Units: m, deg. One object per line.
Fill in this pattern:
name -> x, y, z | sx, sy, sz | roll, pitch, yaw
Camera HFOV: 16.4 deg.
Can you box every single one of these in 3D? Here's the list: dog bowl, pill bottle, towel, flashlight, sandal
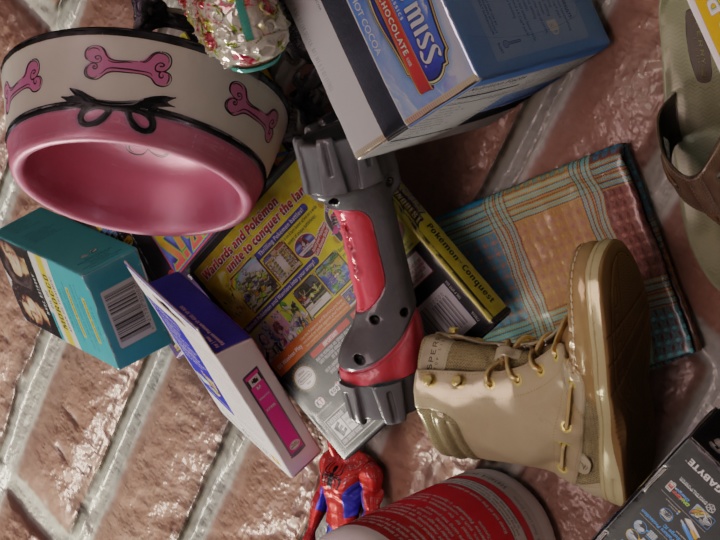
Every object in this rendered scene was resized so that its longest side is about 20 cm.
dog bowl -> -0.149, -0.086, 1.675 | 0.200, 0.199, 0.074 | -17, 59, 47
pill bottle -> 0.032, 0.213, 1.676 | 0.112, 0.199, 0.113 | 17, 115, 41
towel -> 0.125, 0.012, 1.644 | 0.200, 0.022, 0.147 | -23, 88, 47
flashlight -> 0.000, 0.000, 1.641 | 0.068, 0.068, 0.201 | -1, 115, 33
sandal -> 0.206, -0.079, 1.503 | 0.080, 0.057, 0.202 | -9, 97, 47

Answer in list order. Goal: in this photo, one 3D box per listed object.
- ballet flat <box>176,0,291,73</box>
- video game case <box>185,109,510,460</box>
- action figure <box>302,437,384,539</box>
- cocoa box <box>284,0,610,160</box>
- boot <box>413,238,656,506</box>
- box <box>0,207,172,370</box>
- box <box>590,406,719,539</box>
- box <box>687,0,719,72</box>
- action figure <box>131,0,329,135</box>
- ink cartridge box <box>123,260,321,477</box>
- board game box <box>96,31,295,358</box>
ballet flat -> -0.091, -0.195, 1.625 | 0.200, 0.075, 0.064 | -127, 18, -56
video game case -> -0.013, 0.013, 1.723 | 0.181, 0.025, 0.200 | 50, 134, 4
action figure -> -0.011, 0.202, 1.831 | 0.065, 0.051, 0.201 | 15, 111, 46
cocoa box -> 0.039, -0.194, 1.578 | 0.131, 0.133, 0.201 | -30, 81, 47
boot -> 0.107, 0.055, 1.592 | 0.155, 0.073, 0.201 | 13, 135, 26
box -> -0.217, 0.012, 1.916 | 0.200, 0.049, 0.083 | 19, 133, 60
box -> 0.242, 0.206, 1.542 | 0.200, 0.046, 0.159 | 43, 131, 9
box -> 0.260, -0.153, 1.391 | 0.112, 0.101, 0.201 | -30, 82, 46
action figure -> -0.060, -0.159, 1.718 | 0.199, 0.102, 0.120 | -4, 79, 12
ink cartridge box -> -0.098, 0.065, 1.792 | 0.095, 0.037, 0.200 | 40, 168, 38
board game box -> -0.115, -0.058, 1.839 | 0.166, 0.057, 0.200 | 57, 135, 16
